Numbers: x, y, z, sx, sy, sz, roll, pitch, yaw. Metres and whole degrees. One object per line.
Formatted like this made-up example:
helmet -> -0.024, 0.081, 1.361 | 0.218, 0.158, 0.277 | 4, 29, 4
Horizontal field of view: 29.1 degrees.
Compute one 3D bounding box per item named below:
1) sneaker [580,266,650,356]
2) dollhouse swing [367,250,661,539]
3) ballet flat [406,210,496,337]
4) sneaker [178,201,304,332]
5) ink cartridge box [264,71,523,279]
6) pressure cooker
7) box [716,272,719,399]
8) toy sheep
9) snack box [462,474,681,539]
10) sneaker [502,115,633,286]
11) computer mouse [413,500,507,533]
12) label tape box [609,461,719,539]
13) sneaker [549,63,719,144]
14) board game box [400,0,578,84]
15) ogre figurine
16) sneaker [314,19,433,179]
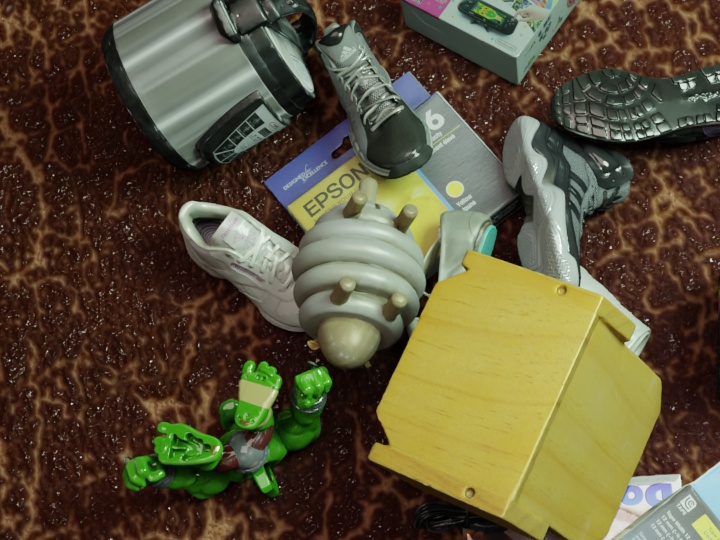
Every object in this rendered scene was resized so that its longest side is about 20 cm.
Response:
sneaker -> 0.179, 0.098, 1.284 | 0.200, 0.074, 0.116 | -44, 65, -10
dollhouse swing -> 0.142, 0.122, 1.206 | 0.181, 0.176, 0.200 | 20, 78, 25
ballet flat -> 0.078, 0.040, 1.318 | 0.064, 0.067, 0.200 | 12, 85, 18
sneaker -> -0.100, -0.005, 1.358 | 0.200, 0.100, 0.075 | 27, 75, 17
ink cartridge box -> 0.031, -0.086, 1.397 | 0.198, 0.047, 0.200 | -38, 70, -5
pressure cooker -> -0.137, -0.215, 1.391 | 0.200, 0.179, 0.176 | -29, 35, 8
box -> 0.420, 0.043, 1.222 | 0.200, 0.149, 0.125 | 1, 70, 11
toy sheep -> 0.000, 0.000, 1.279 | 0.138, 0.138, 0.200 | 6, 60, 12
snack box -> 0.192, 0.228, 1.256 | 0.200, 0.024, 0.072 | -5, 69, 8
sneaker -> 0.207, -0.060, 1.314 | 0.114, 0.076, 0.200 | 3, 56, -18
computer mouse -> 0.104, 0.135, 1.238 | 0.109, 0.044, 0.200 | 1, 88, 5
label tape box -> 0.276, 0.277, 1.186 | 0.200, 0.066, 0.143 | -37, 78, -4
sneaker -> 0.281, -0.146, 1.350 | 0.200, 0.088, 0.076 | -2, 73, -2
board game box -> 0.159, -0.315, 1.454 | 0.147, 0.064, 0.200 | 31, 76, 19
ogre figurine -> -0.113, 0.159, 1.286 | 0.200, 0.120, 0.098 | -45, 64, -10
sneaker -> 0.000, -0.179, 1.365 | 0.075, 0.116, 0.200 | -31, 42, 2
